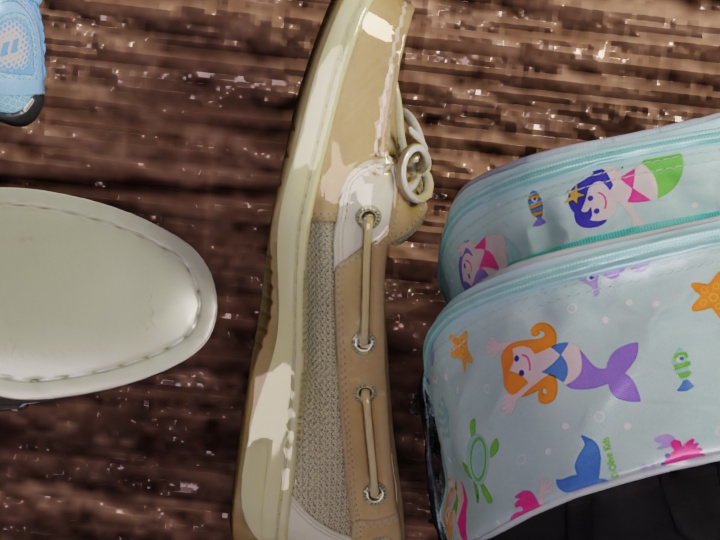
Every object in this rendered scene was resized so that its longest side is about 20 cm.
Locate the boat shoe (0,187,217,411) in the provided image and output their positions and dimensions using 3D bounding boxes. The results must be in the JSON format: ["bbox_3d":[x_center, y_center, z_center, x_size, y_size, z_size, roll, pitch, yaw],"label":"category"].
[{"bbox_3d":[-0.149,0.016,0.919,0.200,0.061,0.072,0,72,-5],"label":"boat shoe"}]

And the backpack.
[{"bbox_3d":[0.102,0.034,0.862,0.177,0.200,0.151,-11,79,1],"label":"backpack"}]

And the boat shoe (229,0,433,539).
[{"bbox_3d":[0.000,0.001,0.914,0.063,0.073,0.202,9,102,0],"label":"boat shoe"}]

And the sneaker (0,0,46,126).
[{"bbox_3d":[-0.195,-0.055,0.897,0.199,0.078,0.090,-15,103,1],"label":"sneaker"}]
